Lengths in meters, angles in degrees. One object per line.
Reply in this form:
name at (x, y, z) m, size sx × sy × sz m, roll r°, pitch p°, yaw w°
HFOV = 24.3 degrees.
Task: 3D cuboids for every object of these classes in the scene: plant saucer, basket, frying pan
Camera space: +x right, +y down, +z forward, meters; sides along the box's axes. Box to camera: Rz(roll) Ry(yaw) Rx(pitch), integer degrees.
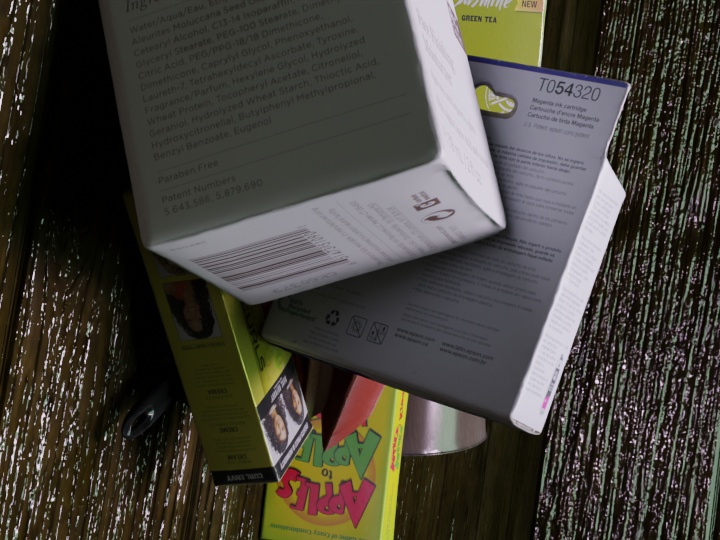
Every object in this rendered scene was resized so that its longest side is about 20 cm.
plant saucer at (0.000, 0.000, 1.149) m, size 0.200 × 0.036 × 0.202 m, roll 111°, pitch -22°, yaw -65°
basket at (0.052, 0.054, 1.544) m, size 0.180 × 0.134 × 0.203 m, roll -14°, pitch 107°, yaw -70°
frying pan at (-0.108, 0.070, 1.076) m, size 0.191 × 0.031 × 0.116 m, roll -66°, pitch 149°, yaw -41°

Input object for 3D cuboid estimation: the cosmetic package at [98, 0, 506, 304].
cosmetic package at (-0.033, -0.110, 0.906) m, size 0.165 × 0.163 × 0.203 m, roll 34°, pitch 42°, yaw -71°

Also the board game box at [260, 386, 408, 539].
board game box at (-0.016, 0.121, 1.346) m, size 0.048 × 0.100 × 0.203 m, roll 2°, pitch 95°, yaw -76°

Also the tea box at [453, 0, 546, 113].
tea box at (0.058, -0.163, 1.321) m, size 0.200 × 0.132 × 0.199 m, roll -121°, pitch -146°, yaw -75°

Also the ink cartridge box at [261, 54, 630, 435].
ink cartridge box at (0.054, -0.025, 0.985) m, size 0.043 × 0.195 × 0.202 m, roll 31°, pitch 79°, yaw -49°

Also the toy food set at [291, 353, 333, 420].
toy food set at (-0.047, 0.014, 1.175) m, size 0.201 × 0.048 × 0.200 m, roll 106°, pitch -16°, yaw -59°

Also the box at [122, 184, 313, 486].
box at (-0.085, 0.028, 1.032) m, size 0.075 × 0.050 × 0.202 m, roll -53°, pitch 132°, yaw -60°
